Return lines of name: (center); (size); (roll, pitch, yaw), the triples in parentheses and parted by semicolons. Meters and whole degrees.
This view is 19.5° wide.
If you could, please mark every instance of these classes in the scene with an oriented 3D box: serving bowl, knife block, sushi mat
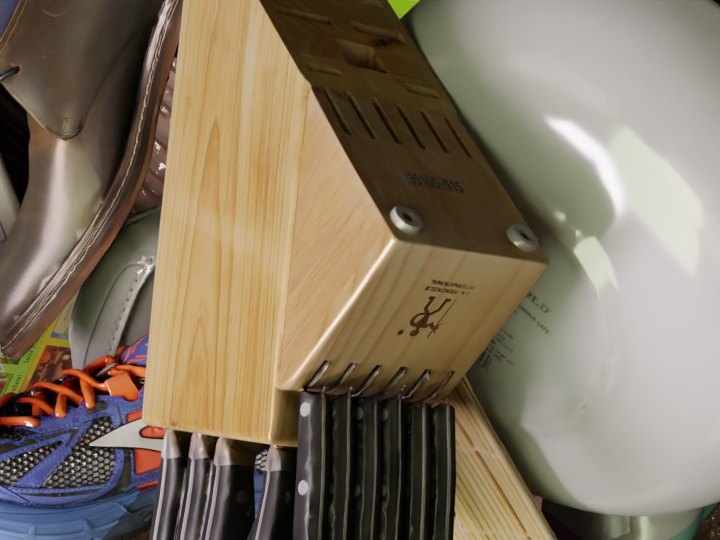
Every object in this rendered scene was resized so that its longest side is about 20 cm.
serving bowl: (0.063, 0.000, 0.689); (0.200, 0.066, 0.201); (23, 129, 31)
knife block: (-0.029, 0.021, 0.657); (0.176, 0.064, 0.200); (-52, 48, 29)
sushi mat: (0.036, 0.086, 0.736); (0.095, 0.012, 0.200); (7, 136, 47)

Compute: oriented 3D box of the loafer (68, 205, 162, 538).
loafer: (-0.078, 0.063, 0.840); (0.070, 0.070, 0.201); (49, 145, 38)

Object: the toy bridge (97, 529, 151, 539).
toy bridge: (-0.061, 0.128, 0.837); (0.027, 0.200, 0.067); (31, 86, 22)

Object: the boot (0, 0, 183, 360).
boot: (-0.115, -0.071, 0.765); (0.097, 0.075, 0.201); (26, 97, -14)

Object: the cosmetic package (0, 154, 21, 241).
cosmetic package: (-0.207, -0.052, 0.881); (0.105, 0.071, 0.201); (-20, 99, -8)

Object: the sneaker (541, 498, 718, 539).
sneaker: (0.090, 0.037, 0.794); (0.140, 0.078, 0.200); (45, 111, 7)

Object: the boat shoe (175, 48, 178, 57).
boat shoe: (-0.109, -0.130, 0.818); (0.199, 0.072, 0.073); (4, 112, -8)

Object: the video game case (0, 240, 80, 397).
video game case: (-0.158, 0.073, 0.878); (0.200, 0.181, 0.023); (-61, 38, 28)

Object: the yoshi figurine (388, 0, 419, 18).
yoshi figurine: (0.082, -0.141, 0.719); (0.199, 0.112, 0.112); (-15, 92, 31)

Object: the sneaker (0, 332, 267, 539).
sneaker: (-0.080, 0.051, 0.763); (0.075, 0.199, 0.079); (-143, 57, -59)
